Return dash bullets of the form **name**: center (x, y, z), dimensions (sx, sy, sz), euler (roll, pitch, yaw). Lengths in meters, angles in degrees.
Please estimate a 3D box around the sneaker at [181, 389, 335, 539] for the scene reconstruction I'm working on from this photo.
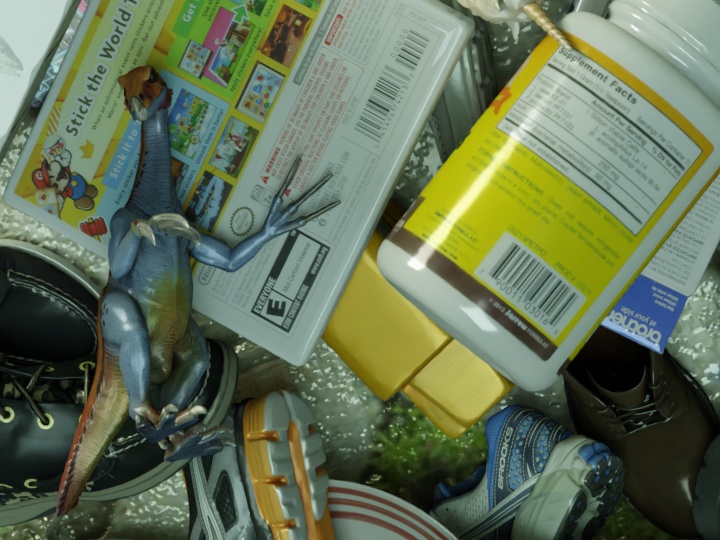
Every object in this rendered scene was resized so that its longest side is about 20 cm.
- **sneaker**: center (-0.053, 0.164, 1.594), dimensions (0.077, 0.078, 0.201), euler (-6, 93, 26)

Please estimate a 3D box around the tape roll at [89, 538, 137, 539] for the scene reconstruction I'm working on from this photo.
- **tape roll**: center (-0.128, 0.247, 1.673), dimensions (0.202, 0.037, 0.203), euler (6, 110, 17)

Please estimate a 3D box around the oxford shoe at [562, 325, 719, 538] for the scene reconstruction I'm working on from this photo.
- **oxford shoe**: center (0.141, 0.068, 1.596), dimensions (0.073, 0.084, 0.200), euler (-26, 109, 10)

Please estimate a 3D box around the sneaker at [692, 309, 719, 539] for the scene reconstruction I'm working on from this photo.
- **sneaker**: center (0.236, 0.064, 1.571), dimensions (0.076, 0.091, 0.201), euler (-9, 110, -39)

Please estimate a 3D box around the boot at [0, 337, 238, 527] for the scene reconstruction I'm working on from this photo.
- **boot**: center (-0.181, 0.063, 1.562), dimensions (0.203, 0.074, 0.154), euler (-23, 140, 32)

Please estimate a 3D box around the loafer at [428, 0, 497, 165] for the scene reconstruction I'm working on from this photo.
- **loafer**: center (0.022, -0.142, 1.532), dimensions (0.070, 0.070, 0.201), euler (-14, 102, 11)

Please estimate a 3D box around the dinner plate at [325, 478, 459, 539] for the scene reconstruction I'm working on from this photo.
- **dinner plate**: center (-0.001, 0.204, 1.639), dimensions (0.200, 0.024, 0.201), euler (9, 112, 22)

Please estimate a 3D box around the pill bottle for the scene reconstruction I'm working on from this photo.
- **pill bottle**: center (0.106, -0.048, 1.455), dimensions (0.109, 0.109, 0.200), euler (39, 87, -12)

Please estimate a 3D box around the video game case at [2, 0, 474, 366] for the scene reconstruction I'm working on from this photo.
- **video game case**: center (-0.064, -0.080, 1.517), dimensions (0.182, 0.023, 0.200), euler (29, 108, 8)

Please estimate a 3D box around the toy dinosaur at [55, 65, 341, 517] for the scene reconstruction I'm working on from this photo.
- **toy dinosaur**: center (-0.114, -0.001, 1.483), dimensions (0.200, 0.105, 0.182), euler (-26, 68, 21)

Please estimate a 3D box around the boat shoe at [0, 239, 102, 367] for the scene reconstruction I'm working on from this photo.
- **boat shoe**: center (-0.225, 0.009, 1.602), dimensions (0.200, 0.060, 0.074), euler (27, 109, -7)

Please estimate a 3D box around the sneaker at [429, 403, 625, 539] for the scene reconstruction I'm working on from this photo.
- **sneaker**: center (0.077, 0.152, 1.642), dimensions (0.085, 0.077, 0.200), euler (39, 128, 23)

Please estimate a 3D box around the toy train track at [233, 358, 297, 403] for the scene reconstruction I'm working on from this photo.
- **toy train track**: center (-0.077, 0.118, 1.652), dimensions (0.114, 0.033, 0.200), euler (-19, 110, 10)

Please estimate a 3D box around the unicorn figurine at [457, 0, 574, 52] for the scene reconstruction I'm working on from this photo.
- **unicorn figurine**: center (0.066, -0.208, 1.471), dimensions (0.200, 0.074, 0.137), euler (46, 67, 1)

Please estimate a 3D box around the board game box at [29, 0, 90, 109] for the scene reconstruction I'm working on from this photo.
- **board game box**: center (-0.144, -0.155, 1.549), dimensions (0.199, 0.035, 0.136), euler (-6, 110, 5)

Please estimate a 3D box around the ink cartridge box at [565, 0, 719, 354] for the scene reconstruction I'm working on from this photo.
- **ink cartridge box**: center (0.143, -0.072, 1.531), dimensions (0.119, 0.042, 0.200), euler (25, 87, -6)

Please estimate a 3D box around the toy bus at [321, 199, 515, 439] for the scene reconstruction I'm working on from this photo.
- **toy bus**: center (0.000, 0.000, 1.568), dimensions (0.065, 0.078, 0.200), euler (-44, 88, 17)

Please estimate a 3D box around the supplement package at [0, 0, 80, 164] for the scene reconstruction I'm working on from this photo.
- **supplement package**: center (-0.207, -0.124, 1.482), dimensions (0.117, 0.117, 0.200), euler (26, 109, -5)
